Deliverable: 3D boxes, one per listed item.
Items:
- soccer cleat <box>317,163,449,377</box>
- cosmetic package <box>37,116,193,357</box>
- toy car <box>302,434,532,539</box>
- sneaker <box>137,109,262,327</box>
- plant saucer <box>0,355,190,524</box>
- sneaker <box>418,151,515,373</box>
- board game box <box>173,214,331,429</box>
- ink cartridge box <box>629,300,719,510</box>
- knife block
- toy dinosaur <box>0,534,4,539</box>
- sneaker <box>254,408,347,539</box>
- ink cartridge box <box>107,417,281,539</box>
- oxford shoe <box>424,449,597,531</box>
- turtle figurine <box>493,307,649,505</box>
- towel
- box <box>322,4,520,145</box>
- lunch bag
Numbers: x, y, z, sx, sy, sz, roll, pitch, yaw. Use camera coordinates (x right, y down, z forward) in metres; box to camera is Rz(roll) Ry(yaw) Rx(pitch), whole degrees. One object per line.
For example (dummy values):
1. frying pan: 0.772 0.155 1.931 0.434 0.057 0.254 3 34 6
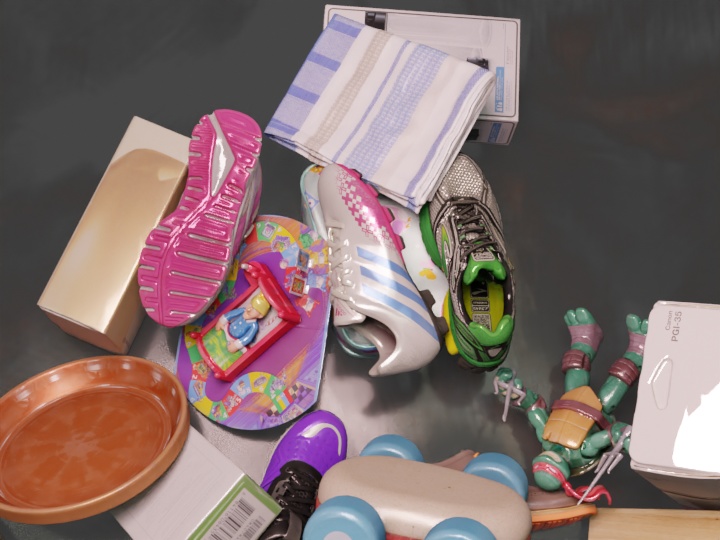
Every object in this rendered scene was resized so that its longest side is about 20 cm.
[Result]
1. soccer cleat: 0.000 0.000 1.062 0.086 0.070 0.201 -26 80 -21
2. cosmetic package: -0.217 -0.030 1.132 0.071 0.105 0.201 22 76 7
3. toy car: 0.044 0.264 0.986 0.176 0.184 0.201 8 102 13
4. sneaker: -0.135 -0.040 1.098 0.081 0.088 0.201 22 83 10
5. plant saucer: -0.247 0.150 1.064 0.199 0.032 0.201 -8 34 5
6. sneaker: 0.105 -0.016 1.070 0.077 0.085 0.201 -8 72 -12
7. board game box: -0.107 0.043 1.106 0.157 0.039 0.201 5 81 26
8. ink cartridge box: 0.308 0.128 1.049 0.082 0.200 0.147 3 72 30
9. knife block: 0.308 0.240 1.034 0.199 0.176 0.064 7 73 0
10. toy dinosaur: -0.383 0.229 1.067 0.199 0.077 0.103 13 61 -2
11. sneaker: -0.064 0.217 1.060 0.069 0.099 0.201 34 78 -11
12. ink cartridge box: -0.164 0.195 1.066 0.104 0.200 0.059 -48 125 -11
13. oxford shoe: 0.115 0.198 1.096 0.199 0.071 0.073 2 70 -1
14. turtle figurine: 0.193 0.126 1.087 0.149 0.101 0.200 18 56 24
15. towel: 0.015 -0.152 1.120 0.199 0.024 0.147 28 84 31
16. box: 0.057 -0.195 1.210 0.199 0.060 0.117 5 74 0
17. lunch bag: 0.035 -0.018 1.150 0.159 0.077 0.201 -15 75 -8
